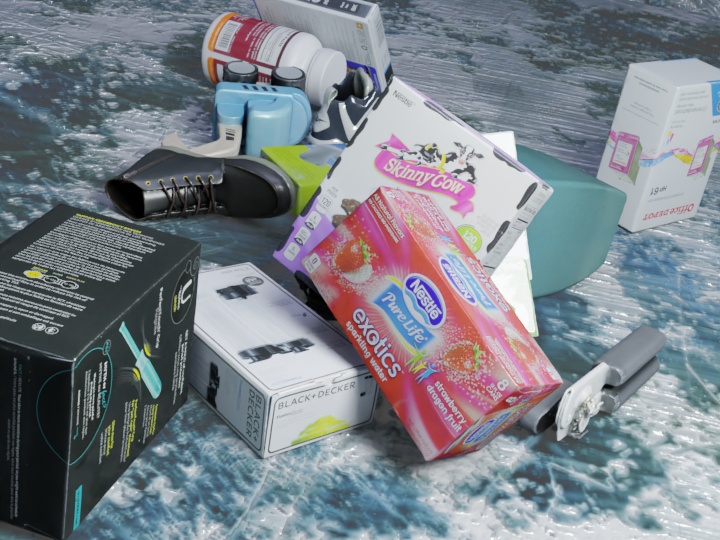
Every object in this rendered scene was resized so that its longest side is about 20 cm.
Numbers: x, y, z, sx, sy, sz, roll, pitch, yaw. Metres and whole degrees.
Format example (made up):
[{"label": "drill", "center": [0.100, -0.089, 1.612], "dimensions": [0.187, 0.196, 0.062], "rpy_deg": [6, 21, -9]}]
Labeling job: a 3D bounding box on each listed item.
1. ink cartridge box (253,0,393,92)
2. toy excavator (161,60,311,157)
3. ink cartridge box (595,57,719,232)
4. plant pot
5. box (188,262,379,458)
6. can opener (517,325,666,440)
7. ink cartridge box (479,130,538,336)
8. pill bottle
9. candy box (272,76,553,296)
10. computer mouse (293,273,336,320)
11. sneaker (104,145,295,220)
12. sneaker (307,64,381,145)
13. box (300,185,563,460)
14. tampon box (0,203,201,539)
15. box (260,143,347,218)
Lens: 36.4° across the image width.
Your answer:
[{"label": "ink cartridge box", "center": [-0.051, -0.347, 1.666], "dimensions": [0.199, 0.198, 0.043], "rpy_deg": [19, 66, 20]}, {"label": "toy excavator", "center": [-0.155, -0.182, 1.400], "dimensions": [0.194, 0.100, 0.200], "rpy_deg": [3, 35, -11]}, {"label": "ink cartridge box", "center": [0.389, -0.161, 1.405], "dimensions": [0.144, 0.201, 0.085], "rpy_deg": [-13, 37, -38]}, {"label": "plant pot", "center": [0.190, -0.059, 1.203], "dimensions": [0.200, 0.142, 0.141], "rpy_deg": [-4, 28, -39]}, {"label": "box", "center": [-0.089, 0.069, 0.928], "dimensions": [0.116, 0.060, 0.200], "rpy_deg": [-13, 33, -39]}, {"label": "can opener", "center": [0.215, 0.095, 0.985], "dimensions": [0.066, 0.053, 0.200], "rpy_deg": [26, 30, 32]}, {"label": "ink cartridge box", "center": [0.104, -0.028, 1.058], "dimensions": [0.103, 0.201, 0.059], "rpy_deg": [-6, -6, -8]}, {"label": "pill bottle", "center": [-0.128, -0.308, 1.633], "dimensions": [0.199, 0.113, 0.113], "rpy_deg": [20, 27, 19]}, {"label": "candy box", "center": [0.046, -0.044, 0.990], "dimensions": [0.168, 0.200, 0.072], "rpy_deg": [38, 11, 18]}, {"label": "computer mouse", "center": [0.000, 0.000, 1.123], "dimensions": [0.140, 0.046, 0.200], "rpy_deg": [11, 37, -7]}, {"label": "sneaker", "center": [-0.177, -0.081, 1.207], "dimensions": [0.199, 0.075, 0.106], "rpy_deg": [10, 29, 24]}, {"label": "sneaker", "center": [0.025, -0.210, 1.460], "dimensions": [0.198, 0.130, 0.080], "rpy_deg": [-4, 29, -26]}, {"label": "box", "center": [0.055, 0.040, 0.877], "dimensions": [0.095, 0.100, 0.200], "rpy_deg": [6, 46, -58]}, {"label": "tampon box", "center": [-0.216, 0.064, 0.790], "dimensions": [0.126, 0.150, 0.200], "rpy_deg": [15, 26, 11]}, {"label": "box", "center": [-0.011, -0.115, 1.349], "dimensions": [0.199, 0.048, 0.122], "rpy_deg": [-6, 30, -28]}]
